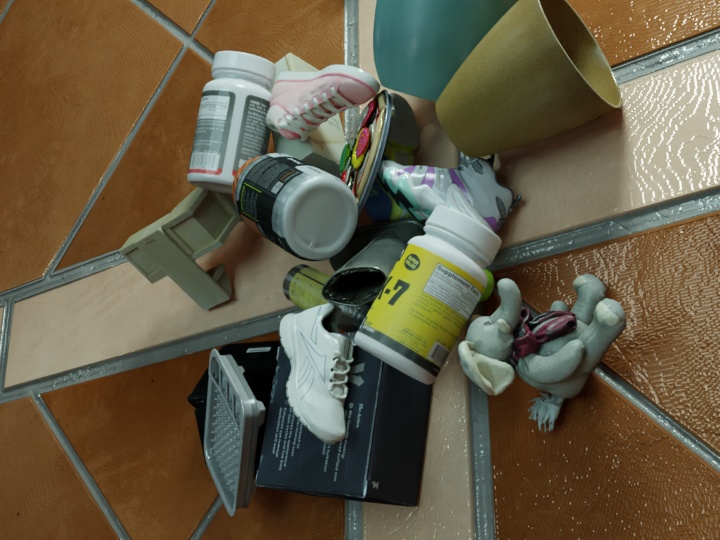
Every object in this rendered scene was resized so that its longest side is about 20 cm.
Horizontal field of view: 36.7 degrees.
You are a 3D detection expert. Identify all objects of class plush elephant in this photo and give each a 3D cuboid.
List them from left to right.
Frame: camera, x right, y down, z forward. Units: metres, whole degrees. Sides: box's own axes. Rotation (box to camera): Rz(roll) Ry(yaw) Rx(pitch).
[{"bbox_3d":[0.198,0.080,1.296,0.165,0.155,0.200,-79,12,-70],"label":"plush elephant"}]

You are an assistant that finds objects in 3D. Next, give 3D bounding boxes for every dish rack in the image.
[{"bbox_3d":[-0.180,0.228,1.550,0.172,0.043,0.200,-131,44,-54],"label":"dish rack"}]

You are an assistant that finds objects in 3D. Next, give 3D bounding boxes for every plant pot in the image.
[{"bbox_3d":[0.106,-0.321,1.516,0.200,0.200,0.161,26,107,43],"label":"plant pot"},{"bbox_3d":[0.202,-0.235,1.401,0.200,0.186,0.187,-33,55,27],"label":"plant pot"}]

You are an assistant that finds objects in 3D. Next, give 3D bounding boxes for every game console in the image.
[{"bbox_3d":[-0.154,0.207,1.656,0.200,0.117,0.176,-7,40,38],"label":"game console"}]

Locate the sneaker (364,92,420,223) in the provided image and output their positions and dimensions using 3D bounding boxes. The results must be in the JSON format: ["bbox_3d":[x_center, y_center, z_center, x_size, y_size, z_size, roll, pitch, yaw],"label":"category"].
[{"bbox_3d":[0.032,-0.160,1.595,0.105,0.076,0.201,-20,63,35],"label":"sneaker"}]

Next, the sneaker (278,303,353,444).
[{"bbox_3d":[-0.049,0.128,1.404,0.087,0.074,0.200,-29,57,23],"label":"sneaker"}]

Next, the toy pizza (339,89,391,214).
[{"bbox_3d":[-0.002,-0.165,1.556,0.200,0.032,0.201,-164,90,-79],"label":"toy pizza"}]

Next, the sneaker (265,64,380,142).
[{"bbox_3d":[-0.060,-0.234,1.572,0.200,0.075,0.105,6,70,43],"label":"sneaker"}]

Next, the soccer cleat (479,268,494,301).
[{"bbox_3d":[0.087,0.013,1.478,0.200,0.081,0.068,-4,72,40],"label":"soccer cleat"}]

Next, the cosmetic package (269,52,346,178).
[{"bbox_3d":[-0.086,-0.229,1.703,0.073,0.103,0.200,-33,56,28],"label":"cosmetic package"}]

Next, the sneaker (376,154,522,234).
[{"bbox_3d":[0.129,-0.124,1.486,0.200,0.078,0.140,37,78,20],"label":"sneaker"}]

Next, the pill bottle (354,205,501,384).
[{"bbox_3d":[0.087,0.029,1.345,0.114,0.114,0.200,24,82,43],"label":"pill bottle"}]

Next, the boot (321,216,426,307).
[{"bbox_3d":[-0.002,-0.001,1.489,0.182,0.073,0.200,-25,17,33],"label":"boot"}]

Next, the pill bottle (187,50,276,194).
[{"bbox_3d":[-0.191,-0.221,1.651,0.114,0.114,0.201,6,84,42],"label":"pill bottle"}]

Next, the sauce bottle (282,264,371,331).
[{"bbox_3d":[-0.032,0.051,1.578,0.200,0.065,0.065,28,93,44],"label":"sauce bottle"}]

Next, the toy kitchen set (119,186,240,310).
[{"bbox_3d":[-0.249,-0.060,1.798,0.200,0.163,0.181,-24,27,41],"label":"toy kitchen set"}]

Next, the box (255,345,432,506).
[{"bbox_3d":[-0.021,0.209,1.473,0.200,0.117,0.197,-4,71,41],"label":"box"}]

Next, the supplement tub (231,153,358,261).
[{"bbox_3d":[-0.099,-0.095,1.532,0.200,0.122,0.123,31,95,55],"label":"supplement tub"}]
